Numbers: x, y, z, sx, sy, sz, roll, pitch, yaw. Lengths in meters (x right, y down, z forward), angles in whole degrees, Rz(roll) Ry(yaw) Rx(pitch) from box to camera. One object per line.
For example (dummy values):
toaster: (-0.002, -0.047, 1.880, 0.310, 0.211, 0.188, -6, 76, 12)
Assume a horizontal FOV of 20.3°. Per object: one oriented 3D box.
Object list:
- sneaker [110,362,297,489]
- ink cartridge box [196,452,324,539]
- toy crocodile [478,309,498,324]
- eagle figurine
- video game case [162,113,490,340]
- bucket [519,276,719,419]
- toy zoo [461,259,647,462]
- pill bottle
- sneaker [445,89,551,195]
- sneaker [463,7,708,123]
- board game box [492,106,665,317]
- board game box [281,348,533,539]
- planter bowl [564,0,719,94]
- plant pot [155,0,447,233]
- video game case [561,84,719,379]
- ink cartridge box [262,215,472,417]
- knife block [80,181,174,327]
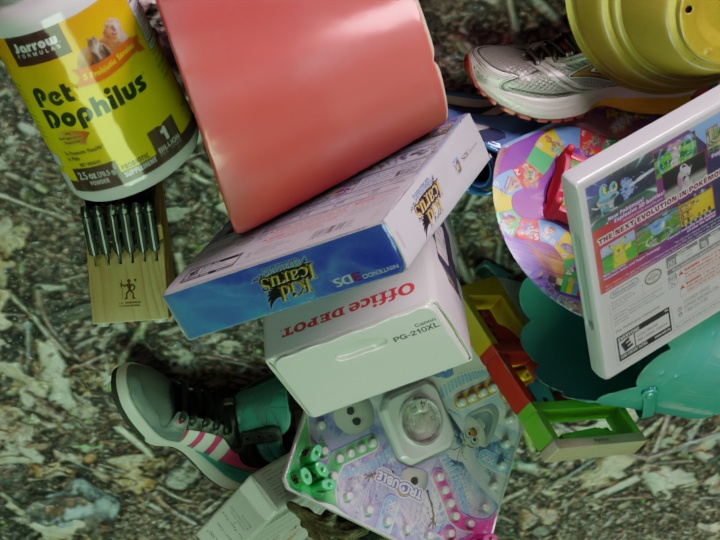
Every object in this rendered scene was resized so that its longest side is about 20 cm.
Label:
sneaker: (-0.121, 0.125, 1.797, 0.120, 0.084, 0.200, -24, 141, 24)
ink cartridge box: (-0.078, 0.221, 1.842, 0.176, 0.045, 0.200, -49, 166, 33)
toy crocodile: (0.081, 0.047, 1.756, 0.199, 0.068, 0.062, 15, 131, -20)
eagle figurine: (0.024, 0.225, 1.773, 0.150, 0.153, 0.199, 9, -174, 38)
video game case: (-0.023, -0.033, 1.480, 0.199, 0.181, 0.046, -17, 111, 31)
bucket: (0.242, 0.024, 1.662, 0.134, 0.208, 0.207, 18, 131, -34)
toy zoo: (0.150, 0.073, 1.709, 0.131, 0.201, 0.020, 1, 140, -49)
pill bottle: (-0.203, -0.158, 1.467, 0.109, 0.109, 0.201, -19, 118, 12)
sneaker: (0.116, -0.098, 1.593, 0.199, 0.083, 0.074, -7, 138, -19)
sneaker: (0.175, -0.169, 1.554, 0.198, 0.078, 0.083, -5, 129, -12)
board game box: (0.199, -0.059, 1.531, 0.199, 0.159, 0.039, -24, 166, -26)
board game box: (0.051, 0.125, 1.671, 0.199, 0.201, 0.026, 28, 155, -22)
planter bowl: (0.255, -0.207, 1.462, 0.199, 0.084, 0.202, -9, 119, -16)
plant pot: (-0.041, -0.148, 1.470, 0.176, 0.201, 0.201, -20, 135, -2)
video game case: (0.241, -0.038, 1.489, 0.199, 0.023, 0.183, -29, 129, -20)
ink cartridge box: (0.000, 0.000, 1.603, 0.144, 0.201, 0.084, -21, 134, 14)
knife block: (-0.191, -0.045, 1.647, 0.063, 0.177, 0.200, -3, -179, -2)
